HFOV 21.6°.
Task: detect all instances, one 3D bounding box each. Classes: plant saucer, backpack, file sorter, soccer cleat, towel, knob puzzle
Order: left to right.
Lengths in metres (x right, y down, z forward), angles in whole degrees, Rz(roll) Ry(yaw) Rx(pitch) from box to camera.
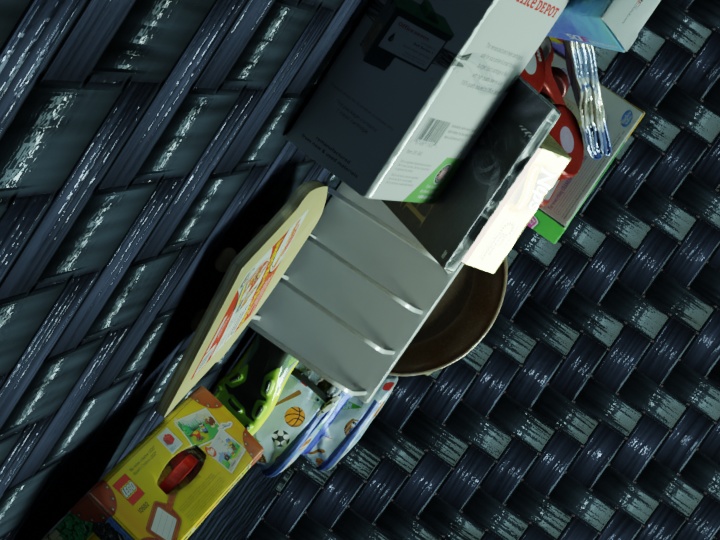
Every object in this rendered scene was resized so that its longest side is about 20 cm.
[{"bbox_3d":[-0.087,-0.001,1.475,0.220,0.030,0.220,-55,174,-8],"label":"knob puzzle"},{"bbox_3d":[-0.087,0.093,1.873,0.200,0.065,0.084,-60,161,21],"label":"soccer cleat"},{"bbox_3d":[-0.060,0.129,1.991,0.190,0.154,0.200,-44,177,-5],"label":"backpack"},{"bbox_3d":[0.000,0.000,1.722,0.200,0.139,0.125,-55,172,0],"label":"file sorter"},{"bbox_3d":[0.042,0.001,1.829,0.201,0.200,0.037,-55,-170,-2],"label":"plant saucer"},{"bbox_3d":[0.180,-0.207,1.625,0.200,0.024,0.147,69,8,-51],"label":"towel"}]

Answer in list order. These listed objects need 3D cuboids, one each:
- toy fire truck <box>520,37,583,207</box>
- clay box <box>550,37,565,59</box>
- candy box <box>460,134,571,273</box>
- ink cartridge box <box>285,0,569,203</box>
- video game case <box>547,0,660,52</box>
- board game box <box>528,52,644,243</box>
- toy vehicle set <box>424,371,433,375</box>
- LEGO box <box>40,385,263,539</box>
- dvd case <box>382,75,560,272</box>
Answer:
[{"bbox_3d":[0.137,-0.165,1.681,0.112,0.200,0.168,-10,-149,35],"label":"toy fire truck"},{"bbox_3d":[0.189,-0.291,1.725,0.048,0.115,0.200,-52,174,-33],"label":"clay box"},{"bbox_3d":[0.076,-0.102,1.526,0.055,0.200,0.116,18,114,-38],"label":"candy box"},{"bbox_3d":[0.054,-0.153,1.376,0.200,0.084,0.146,-57,162,12],"label":"ink cartridge box"},{"bbox_3d":[0.179,-0.268,1.488,0.200,0.045,0.181,21,-108,50],"label":"video game case"},{"bbox_3d":[0.144,-0.143,1.774,0.153,0.200,0.040,-53,175,-23],"label":"board game box"},{"bbox_3d":[0.049,-0.006,1.923,0.027,0.124,0.200,-38,-154,50],"label":"toy vehicle set"},{"bbox_3d":[-0.180,0.196,1.460,0.149,0.077,0.200,-45,180,28],"label":"LEGO box"},{"bbox_3d":[0.062,-0.111,1.486,0.016,0.200,0.149,21,109,-39],"label":"dvd case"}]
